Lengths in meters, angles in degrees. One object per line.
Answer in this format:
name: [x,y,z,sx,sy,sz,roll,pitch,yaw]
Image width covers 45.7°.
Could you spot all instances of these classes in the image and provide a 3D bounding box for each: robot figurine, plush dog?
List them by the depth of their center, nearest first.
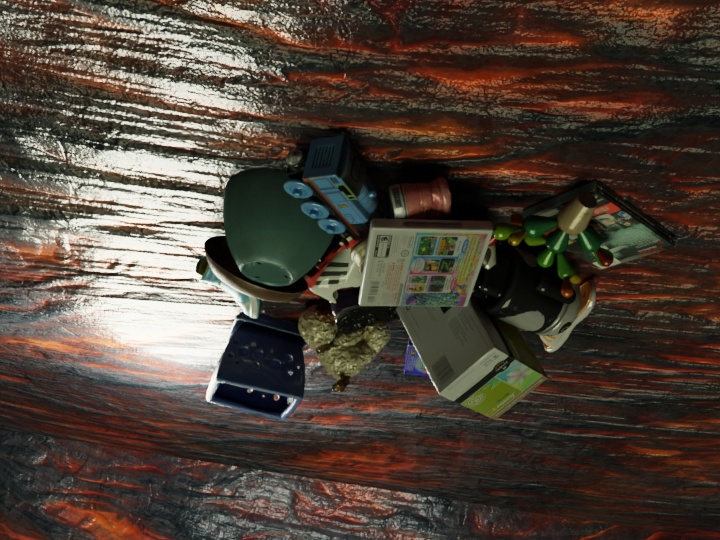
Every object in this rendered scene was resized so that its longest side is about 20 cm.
robot figurine: [0.275,0.036,1.433,0.198,0.151,0.126,22,115,-22]
plush dog: [-0.061,0.146,1.798,0.172,0.161,0.199,45,144,-9]

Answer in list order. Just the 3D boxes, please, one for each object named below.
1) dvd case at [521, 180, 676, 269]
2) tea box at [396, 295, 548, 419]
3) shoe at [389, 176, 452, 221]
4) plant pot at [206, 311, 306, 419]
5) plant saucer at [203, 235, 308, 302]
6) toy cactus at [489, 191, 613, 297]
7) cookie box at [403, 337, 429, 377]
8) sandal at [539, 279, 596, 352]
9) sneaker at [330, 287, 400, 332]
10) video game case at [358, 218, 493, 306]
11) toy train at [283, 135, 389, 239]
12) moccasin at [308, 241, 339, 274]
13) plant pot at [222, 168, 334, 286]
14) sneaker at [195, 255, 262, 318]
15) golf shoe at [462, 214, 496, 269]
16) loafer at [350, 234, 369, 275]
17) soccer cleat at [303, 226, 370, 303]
dvd case: [0.367,-0.064,1.317,0.199,0.022,0.145,28,150,-29]
tea box: [0.197,0.128,1.508,0.133,0.201,0.196,-42,137,19]
shoe: [0.092,-0.088,1.314,0.090,0.073,0.200,-10,167,0]
plant pot: [-0.224,0.209,1.917,0.197,0.182,0.200,15,155,-10]
plant saucer: [-0.185,0.001,1.497,0.198,0.201,0.035,20,109,-19]
toy cactus: [0.295,-0.049,1.265,0.198,0.103,0.166,22,144,-2]
cookie box: [0.198,0.173,1.803,0.197,0.076,0.172,9,154,3]
sandal: [0.361,0.073,1.546,0.058,0.080,0.207,14,146,-5]
sneaker: [0.039,0.047,1.629,0.197,0.088,0.076,-11,136,-8]
video game case: [0.095,-0.008,1.310,0.179,0.024,0.201,1,143,-6]
toy train: [-0.033,-0.119,1.276,0.113,0.088,0.200,-1,152,29]
moccasin: [0.000,0.000,1.533,0.197,0.069,0.081,7,154,9]
plant pot: [-0.140,-0.055,1.399,0.197,0.136,0.201,9,154,4]
sneaker: [-0.254,0.021,1.668,0.128,0.080,0.201,8,145,2]
golf shoe: [0.136,-0.021,1.391,0.077,0.096,0.199,-26,-173,-42]
loafer: [0.039,-0.001,1.392,0.075,0.069,0.200,-37,155,-2]
soccer cleat: [-0.013,-0.019,1.449,0.085,0.069,0.200,39,122,-16]
